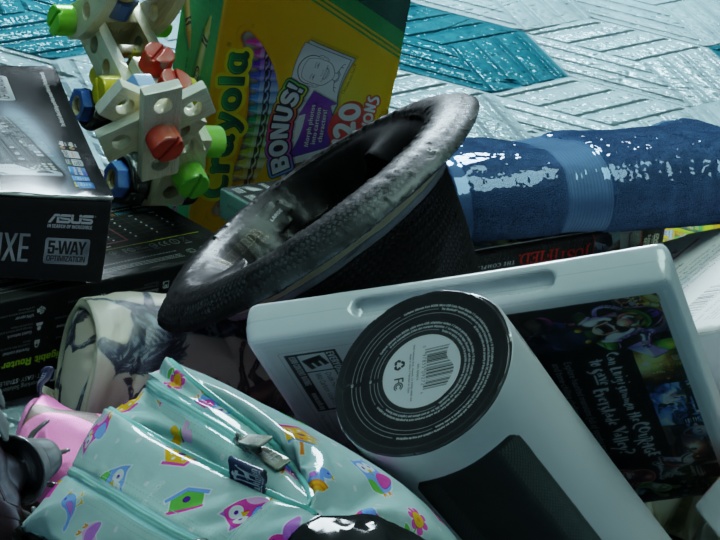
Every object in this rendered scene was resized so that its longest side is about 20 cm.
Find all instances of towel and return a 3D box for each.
[{"bbox_3d":[0.109,-0.047,1.306,0.200,0.049,0.112,-4,10,-17],"label":"towel"}]

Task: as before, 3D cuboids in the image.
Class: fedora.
[{"bbox_3d":[0.000,0.000,1.170,0.092,0.200,0.201,54,21,-11],"label":"fedora"}]

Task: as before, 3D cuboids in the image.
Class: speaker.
[{"bbox_3d":[0.068,0.094,1.065,0.081,0.081,0.200,35,-12,44],"label":"speaker"}]

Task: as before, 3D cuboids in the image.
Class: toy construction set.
[{"bbox_3d":[-0.113,-0.112,1.362,0.092,0.131,0.200,10,40,-21],"label":"toy construction set"}]

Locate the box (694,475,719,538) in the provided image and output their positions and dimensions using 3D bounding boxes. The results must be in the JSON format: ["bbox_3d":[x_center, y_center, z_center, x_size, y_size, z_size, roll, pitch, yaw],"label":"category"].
[{"bbox_3d":[0.272,0.101,1.162,0.200,0.124,0.098,6,39,-49],"label":"box"}]

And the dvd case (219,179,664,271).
[{"bbox_3d":[0.044,-0.027,1.370,0.200,0.022,0.146,-11,24,-34],"label":"dvd case"}]

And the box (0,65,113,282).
[{"bbox_3d":[-0.224,-0.057,1.311,0.157,0.050,0.200,3,22,-17],"label":"box"}]

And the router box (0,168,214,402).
[{"bbox_3d":[-0.185,0.003,1.336,0.200,0.062,0.150,-12,32,-44],"label":"router box"}]

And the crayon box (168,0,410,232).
[{"bbox_3d":[-0.048,-0.096,1.453,0.119,0.200,0.058,-1,25,-27],"label":"crayon box"}]

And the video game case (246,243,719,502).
[{"bbox_3d":[0.066,0.058,1.118,0.182,0.200,0.023,-8,57,14],"label":"video game case"}]

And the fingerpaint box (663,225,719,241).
[{"bbox_3d":[0.125,0.012,1.446,0.167,0.073,0.200,13,22,3],"label":"fingerpaint box"}]

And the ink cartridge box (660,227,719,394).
[{"bbox_3d":[0.176,0.032,1.257,0.117,0.067,0.200,-37,12,-26],"label":"ink cartridge box"}]

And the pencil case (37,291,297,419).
[{"bbox_3d":[-0.058,0.055,1.258,0.200,0.089,0.078,2,53,-20],"label":"pencil case"}]

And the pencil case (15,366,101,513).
[{"bbox_3d":[-0.063,0.112,1.118,0.200,0.091,0.094,16,-3,5],"label":"pencil case"}]

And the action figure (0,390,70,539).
[{"bbox_3d":[-0.201,0.107,1.020,0.200,0.130,0.069,-24,-6,-34],"label":"action figure"}]

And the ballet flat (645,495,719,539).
[{"bbox_3d":[0.166,0.134,1.193,0.072,0.072,0.200,10,22,-3],"label":"ballet flat"}]

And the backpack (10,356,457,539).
[{"bbox_3d":[-0.038,0.122,0.983,0.127,0.167,0.200,-50,42,-13],"label":"backpack"}]
